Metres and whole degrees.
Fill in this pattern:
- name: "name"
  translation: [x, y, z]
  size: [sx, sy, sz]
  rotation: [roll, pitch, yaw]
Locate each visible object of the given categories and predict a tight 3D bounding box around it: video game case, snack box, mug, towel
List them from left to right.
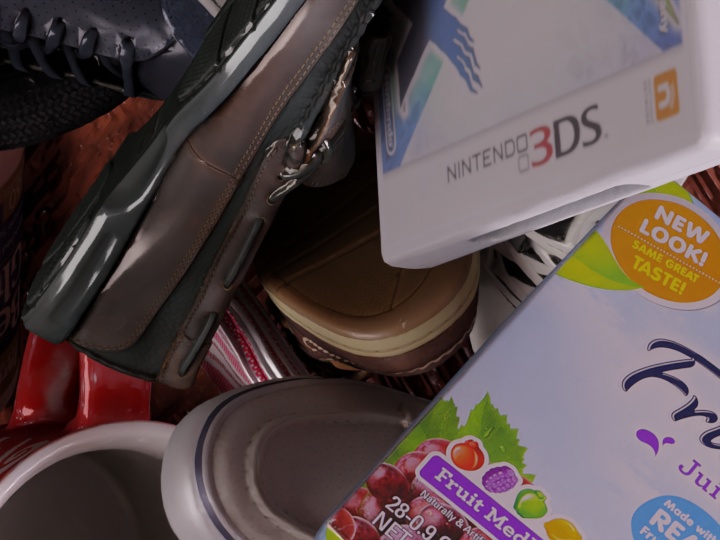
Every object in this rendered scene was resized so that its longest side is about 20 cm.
- name: "mug"
  translation: [-0.102, 0.101, 1.178]
  size: [0.133, 0.178, 0.200]
  rotation: [28, 172, -15]
- name: "towel"
  translation: [-0.031, 0.055, 1.065]
  size: [0.147, 0.030, 0.200]
  rotation: [55, 173, 11]
- name: "video game case"
  translation: [0.047, -0.114, 0.827]
  size: [0.182, 0.022, 0.201]
  rotation: [-20, 71, 62]
- name: "snack box"
  translation: [0.103, 0.094, 0.813]
  size: [0.200, 0.169, 0.068]
  rotation: [41, 143, 7]

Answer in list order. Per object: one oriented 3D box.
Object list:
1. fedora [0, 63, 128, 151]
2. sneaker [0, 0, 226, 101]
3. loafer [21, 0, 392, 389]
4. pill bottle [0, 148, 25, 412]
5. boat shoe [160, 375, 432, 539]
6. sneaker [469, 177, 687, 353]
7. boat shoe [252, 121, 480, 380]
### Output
- name: "fedora"
  translation: [-0.148, -0.131, 1.069]
  size: [0.201, 0.200, 0.092]
  rotation: [60, 178, 3]
- name: "sneaker"
  translation: [-0.125, -0.068, 0.970]
  size: [0.202, 0.146, 0.077]
  rotation: [37, 164, 11]
- name: "loafer"
  translation: [-0.030, -0.040, 0.906]
  size: [0.063, 0.072, 0.200]
  rotation: [32, 127, -12]
- name: "pill bottle"
  translation: [-0.197, 0.009, 1.260]
  size: [0.111, 0.111, 0.201]
  rotation: [40, 141, 31]
- name: "boat shoe"
  translation: [0.034, 0.071, 0.926]
  size: [0.070, 0.199, 0.071]
  rotation: [-20, 63, 48]
- name: "sneaker"
  translation: [0.061, -0.026, 0.913]
  size: [0.072, 0.072, 0.200]
  rotation: [46, 145, 22]
- name: "boat shoe"
  translation: [0.000, 0.000, 0.991]
  size: [0.072, 0.072, 0.200]
  rotation: [61, 170, -24]
